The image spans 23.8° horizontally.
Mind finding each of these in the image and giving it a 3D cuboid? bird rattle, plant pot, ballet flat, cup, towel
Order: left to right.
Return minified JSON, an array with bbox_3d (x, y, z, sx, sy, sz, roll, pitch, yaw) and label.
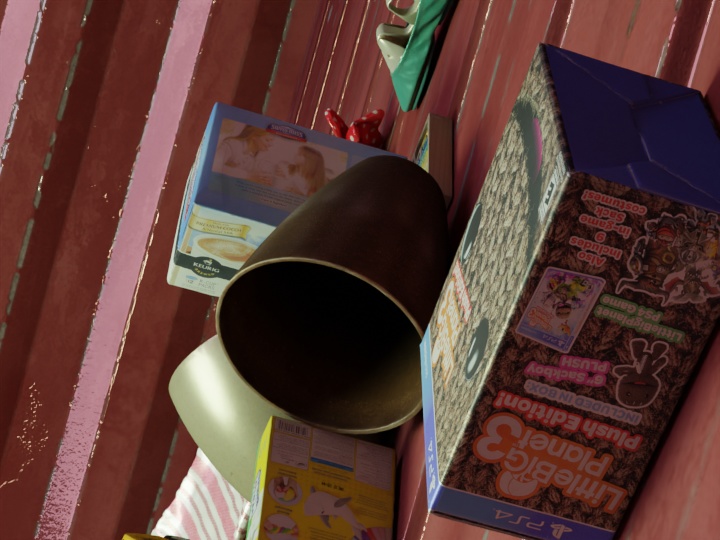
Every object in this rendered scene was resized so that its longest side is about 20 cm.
[{"bbox_3d":[-0.149,0.243,1.677,0.201,0.030,0.147,-61,33,18],"label":"towel"},{"bbox_3d":[-0.058,0.140,1.537,0.201,0.199,0.144,117,137,-54],"label":"cup"},{"bbox_3d":[-0.029,-0.092,1.998,0.201,0.112,0.164,-82,-5,-57],"label":"bird rattle"},{"bbox_3d":[0.000,0.000,1.434,0.201,0.186,0.188,-64,-1,-45],"label":"plant pot"},{"bbox_3d":[0.055,-0.264,1.811,0.068,0.070,0.201,-87,14,-54],"label":"ballet flat"}]

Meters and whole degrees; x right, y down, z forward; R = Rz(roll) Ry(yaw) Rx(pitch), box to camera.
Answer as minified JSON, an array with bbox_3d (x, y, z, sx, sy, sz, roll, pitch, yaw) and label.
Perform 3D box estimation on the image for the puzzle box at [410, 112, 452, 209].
[{"bbox_3d":[0.044,-0.033,1.629,0.134,0.025,0.201,-87,15,-53],"label":"puzzle box"}]

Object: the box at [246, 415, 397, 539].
[{"bbox_3d":[-0.033,0.218,1.376,0.201,0.116,0.049,-85,16,-49],"label":"box"}]

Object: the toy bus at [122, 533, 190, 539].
[{"bbox_3d":[-0.123,0.279,1.514,0.078,0.199,0.066,9,85,56],"label":"toy bus"}]

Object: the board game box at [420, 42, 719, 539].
[{"bbox_3d":[0.108,0.013,0.880,0.160,0.096,0.201,-90,18,-61],"label":"board game box"}]

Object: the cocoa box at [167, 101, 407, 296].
[{"bbox_3d":[-0.069,-0.050,1.636,0.132,0.198,0.134,117,165,-52],"label":"cocoa box"}]
